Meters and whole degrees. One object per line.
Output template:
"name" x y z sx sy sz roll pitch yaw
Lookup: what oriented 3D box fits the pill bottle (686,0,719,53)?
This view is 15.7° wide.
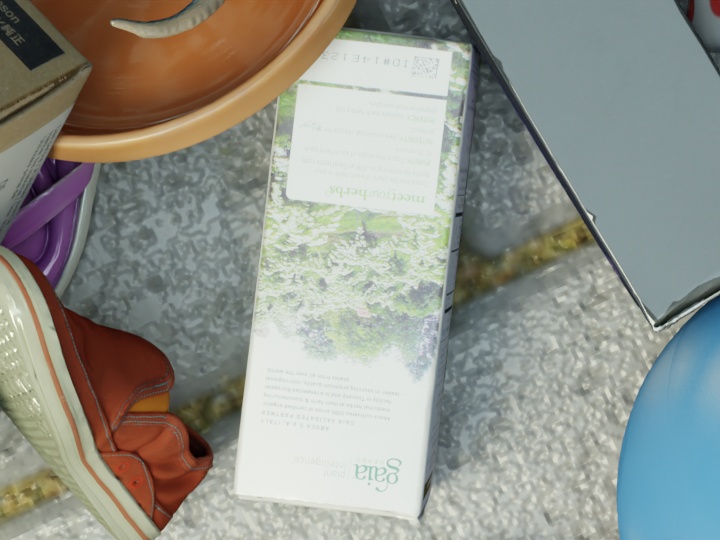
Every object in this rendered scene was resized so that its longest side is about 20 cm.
"pill bottle" 0.187 -0.191 1.065 0.114 0.114 0.200 -2 93 2

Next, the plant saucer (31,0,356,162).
"plant saucer" -0.088 -0.130 1.076 0.200 0.032 0.200 -9 59 15

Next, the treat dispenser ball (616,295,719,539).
"treat dispenser ball" 0.201 0.090 1.035 0.201 0.201 0.201 0 93 2

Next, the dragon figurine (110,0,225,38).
"dragon figurine" -0.047 -0.159 1.019 0.099 0.059 0.200 21 67 40

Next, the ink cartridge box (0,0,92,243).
"ink cartridge box" -0.212 -0.063 1.039 0.165 0.075 0.200 45 137 9

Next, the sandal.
"sandal" -0.145 -0.057 1.115 0.082 0.050 0.203 23 92 1

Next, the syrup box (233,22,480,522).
"syrup box" 0.000 0.000 1.097 0.079 0.081 0.200 6 93 4

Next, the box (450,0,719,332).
"box" 0.097 -0.083 1.060 0.079 0.141 0.200 -31 91 3

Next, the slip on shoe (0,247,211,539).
"slip on shoe" -0.110 0.045 1.054 0.061 0.200 0.074 -42 57 -11
